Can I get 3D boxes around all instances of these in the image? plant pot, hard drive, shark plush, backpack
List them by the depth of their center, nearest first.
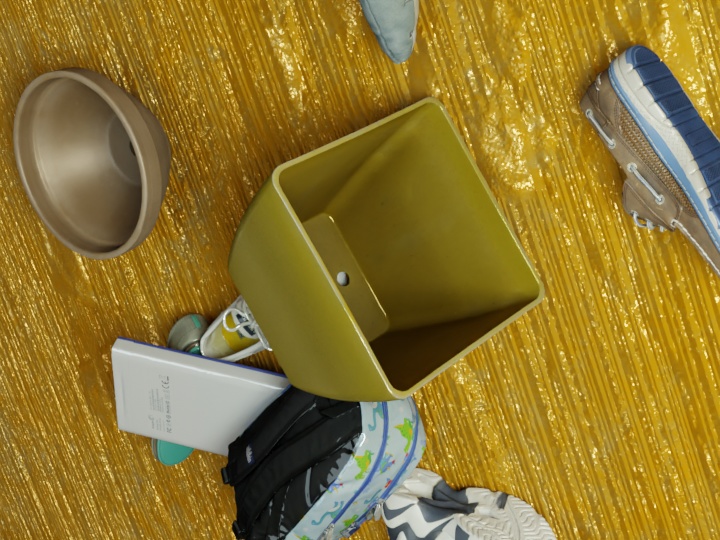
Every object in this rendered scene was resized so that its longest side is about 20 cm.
[{"bbox_3d":[0.010,-0.241,0.822,0.091,0.200,0.084,18,80,19],"label":"shark plush"},{"bbox_3d":[0.000,0.000,0.926,0.176,0.200,0.201,-29,91,52],"label":"plant pot"},{"bbox_3d":[-0.033,0.175,1.036,0.200,0.153,0.163,-63,33,34],"label":"backpack"},{"bbox_3d":[-0.267,-0.120,1.130,0.200,0.093,0.202,16,118,32],"label":"plant pot"},{"bbox_3d":[-0.166,0.145,1.147,0.199,0.025,0.132,12,131,6],"label":"hard drive"}]

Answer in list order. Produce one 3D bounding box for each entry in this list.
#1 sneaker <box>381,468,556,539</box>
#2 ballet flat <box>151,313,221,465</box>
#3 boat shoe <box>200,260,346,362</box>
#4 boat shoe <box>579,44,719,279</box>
[{"bbox_3d":[0.104,0.283,1.034,0.198,0.079,0.130,11,117,33],"label":"sneaker"},{"bbox_3d":[-0.202,0.134,1.222,0.064,0.067,0.201,56,137,42],"label":"ballet flat"},{"bbox_3d":[-0.101,0.045,1.080,0.202,0.086,0.075,-29,91,41],"label":"boat shoe"},{"bbox_3d":[0.236,-0.067,0.797,0.072,0.072,0.201,-38,75,45],"label":"boat shoe"}]
